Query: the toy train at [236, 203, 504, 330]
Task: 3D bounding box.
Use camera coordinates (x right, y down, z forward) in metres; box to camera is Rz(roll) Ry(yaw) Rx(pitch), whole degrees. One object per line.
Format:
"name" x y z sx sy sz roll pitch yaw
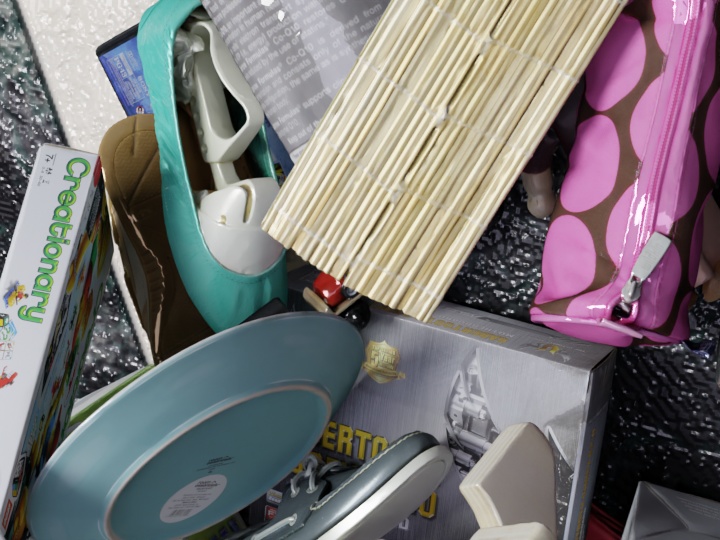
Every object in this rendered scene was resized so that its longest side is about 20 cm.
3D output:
"toy train" 0.000 0.000 0.889 0.200 0.034 0.046 -38 122 -7

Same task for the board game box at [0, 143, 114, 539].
"board game box" -0.171 0.051 0.855 0.035 0.126 0.200 11 68 0

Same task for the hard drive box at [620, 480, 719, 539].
"hard drive box" 0.198 0.237 0.897 0.156 0.077 0.200 16 112 8

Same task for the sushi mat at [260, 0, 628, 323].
"sushi mat" 0.039 -0.077 0.774 0.096 0.012 0.200 31 107 -2

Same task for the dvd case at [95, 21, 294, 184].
"dvd case" -0.045 -0.106 0.937 0.200 0.018 0.143 -24 95 27

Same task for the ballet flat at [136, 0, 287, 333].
"ballet flat" -0.074 -0.058 0.882 0.070 0.067 0.200 -17 87 59

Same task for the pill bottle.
"pill bottle" -0.017 -0.138 0.841 0.114 0.114 0.200 -28 94 27

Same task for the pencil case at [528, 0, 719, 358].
"pencil case" 0.139 -0.063 0.779 0.091 0.094 0.200 9 90 11

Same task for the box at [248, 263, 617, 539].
"box" 0.037 0.097 0.937 0.200 0.048 0.159 16 112 23

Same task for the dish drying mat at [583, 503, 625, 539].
"dish drying mat" 0.104 0.226 0.976 0.077 0.018 0.200 35 116 9

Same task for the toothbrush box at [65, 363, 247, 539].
"toothbrush box" -0.140 0.179 0.991 0.086 0.146 0.200 -26 94 26

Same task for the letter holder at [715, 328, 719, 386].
"letter holder" 0.250 -0.041 0.763 0.142 0.101 0.200 7 96 12

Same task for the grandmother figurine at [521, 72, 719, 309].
"grandmother figurine" 0.131 -0.071 0.853 0.121 0.061 0.200 -33 94 15

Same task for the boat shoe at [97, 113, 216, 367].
"boat shoe" -0.098 0.007 0.947 0.074 0.069 0.200 -17 92 -8

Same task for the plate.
"plate" -0.078 0.095 0.855 0.200 0.200 0.026 -49 62 26

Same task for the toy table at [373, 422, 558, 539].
"toy table" 0.062 0.177 0.799 0.117 0.184 0.200 50 137 -11

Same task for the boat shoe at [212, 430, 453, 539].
"boat shoe" -0.030 0.138 0.915 0.200 0.073 0.062 -43 69 34
